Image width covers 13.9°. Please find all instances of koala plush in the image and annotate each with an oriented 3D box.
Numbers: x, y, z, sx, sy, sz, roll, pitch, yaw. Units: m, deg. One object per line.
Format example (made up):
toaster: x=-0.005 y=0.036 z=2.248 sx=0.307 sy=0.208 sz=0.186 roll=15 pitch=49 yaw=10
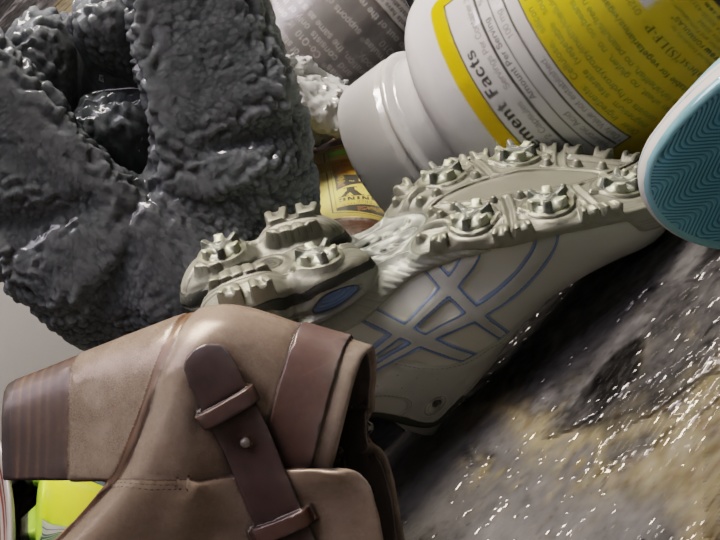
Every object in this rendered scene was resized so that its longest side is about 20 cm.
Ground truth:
koala plush: x=-0.086 y=-0.053 z=1.260 sx=0.177 sy=0.184 sz=0.200 roll=-26 pitch=-1 yaw=5

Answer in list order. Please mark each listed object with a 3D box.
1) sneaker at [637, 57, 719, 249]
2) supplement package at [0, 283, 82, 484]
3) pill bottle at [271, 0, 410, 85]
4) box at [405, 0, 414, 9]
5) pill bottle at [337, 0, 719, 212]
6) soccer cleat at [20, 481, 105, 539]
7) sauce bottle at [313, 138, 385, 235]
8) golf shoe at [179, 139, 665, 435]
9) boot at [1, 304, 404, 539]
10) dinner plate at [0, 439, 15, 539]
sneaker: x=0.182 y=-0.088 z=1.047 sx=0.200 sy=0.080 sz=0.131 roll=-31 pitch=22 yaw=9
supplement package: x=-0.194 y=0.045 z=1.466 sx=0.200 sy=0.120 sz=0.121 roll=-43 pitch=0 yaw=5
pill bottle: x=-0.028 y=-0.095 z=1.465 sx=0.200 sy=0.114 sz=0.114 roll=-41 pitch=18 yaw=8
box: x=0.067 y=-0.205 z=1.357 sx=0.161 sy=0.049 sz=0.200 roll=-26 pitch=32 yaw=2
pill bottle: x=0.089 y=-0.095 z=1.206 sx=0.200 sy=0.111 sz=0.111 roll=-34 pitch=20 yaw=28
soccer cleat: x=-0.104 y=0.122 z=1.261 sx=0.083 sy=0.065 sz=0.200 roll=-11 pitch=18 yaw=4
sauce bottle: x=0.000 y=0.000 z=1.273 sx=0.065 sy=0.065 sz=0.200 roll=-41 pitch=19 yaw=11
golf shoe: x=0.033 y=0.012 z=1.152 sx=0.199 sy=0.097 sz=0.078 roll=-16 pitch=24 yaw=-2
boot: x=-0.056 y=0.113 z=1.089 sx=0.146 sy=0.201 sz=0.070 roll=-2 pitch=9 yaw=13
dinner plate: x=-0.208 y=0.136 z=1.344 sx=0.200 sy=0.024 sz=0.201 roll=-13 pitch=72 yaw=47
